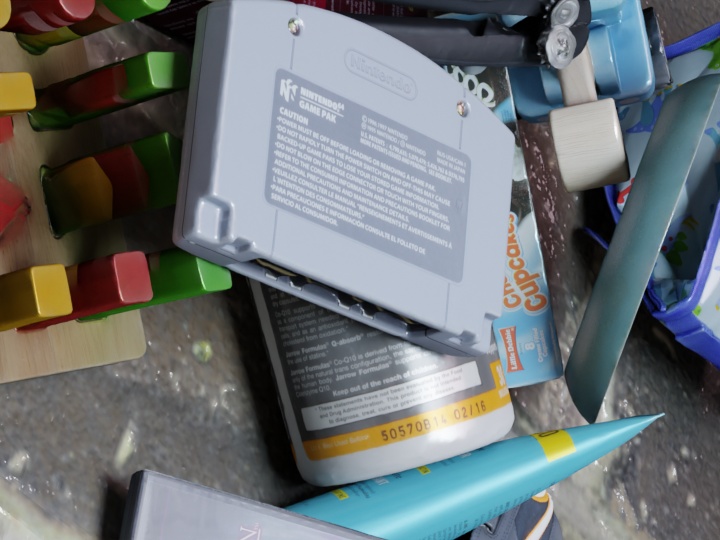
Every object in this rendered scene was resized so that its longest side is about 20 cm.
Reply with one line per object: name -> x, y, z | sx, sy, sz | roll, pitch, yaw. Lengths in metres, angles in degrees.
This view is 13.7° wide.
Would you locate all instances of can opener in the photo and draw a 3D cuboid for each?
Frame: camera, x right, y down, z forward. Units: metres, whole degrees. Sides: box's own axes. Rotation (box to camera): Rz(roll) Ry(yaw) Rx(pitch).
can opener -> 0.042, -0.128, 1.497 | 0.200, 0.078, 0.064 | -9, 116, -45

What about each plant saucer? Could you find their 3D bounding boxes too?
plant saucer -> 0.148, -0.015, 1.595 | 0.200, 0.027, 0.201 | 20, 90, -85

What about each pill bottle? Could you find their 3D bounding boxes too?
pill bottle -> 0.000, 0.000, 1.509 | 0.116, 0.116, 0.201 | -17, 93, -54

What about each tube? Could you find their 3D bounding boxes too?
tube -> 0.053, 0.111, 1.507 | 0.199, 0.077, 0.051 | -20, 94, -17

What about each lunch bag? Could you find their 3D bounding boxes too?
lunch bag -> 0.226, -0.019, 1.808 | 0.170, 0.127, 0.201 | 37, 42, -41

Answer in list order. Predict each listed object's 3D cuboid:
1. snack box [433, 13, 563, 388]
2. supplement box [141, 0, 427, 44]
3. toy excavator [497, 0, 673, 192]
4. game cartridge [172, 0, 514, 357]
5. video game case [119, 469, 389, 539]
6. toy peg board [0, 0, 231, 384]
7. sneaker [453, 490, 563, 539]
snack box -> 0.073, -0.038, 1.630 | 0.116, 0.037, 0.201 | 40, 40, -89
supplement box -> -0.045, -0.162, 1.547 | 0.200, 0.061, 0.109 | 24, 60, -47
toy excavator -> 0.115, -0.127, 1.647 | 0.200, 0.099, 0.195 | 40, 40, -77
game cartridge -> -0.005, -0.048, 1.405 | 0.200, 0.040, 0.134 | 23, 68, -42
video game case -> -0.029, 0.189, 1.419 | 0.199, 0.019, 0.143 | 19, 68, -25
toy peg board -> -0.155, -0.054, 1.334 | 0.199, 0.098, 0.201 | -9, 85, -54
sneaker -> 0.046, 0.156, 1.554 | 0.200, 0.078, 0.080 | -35, 112, -63
